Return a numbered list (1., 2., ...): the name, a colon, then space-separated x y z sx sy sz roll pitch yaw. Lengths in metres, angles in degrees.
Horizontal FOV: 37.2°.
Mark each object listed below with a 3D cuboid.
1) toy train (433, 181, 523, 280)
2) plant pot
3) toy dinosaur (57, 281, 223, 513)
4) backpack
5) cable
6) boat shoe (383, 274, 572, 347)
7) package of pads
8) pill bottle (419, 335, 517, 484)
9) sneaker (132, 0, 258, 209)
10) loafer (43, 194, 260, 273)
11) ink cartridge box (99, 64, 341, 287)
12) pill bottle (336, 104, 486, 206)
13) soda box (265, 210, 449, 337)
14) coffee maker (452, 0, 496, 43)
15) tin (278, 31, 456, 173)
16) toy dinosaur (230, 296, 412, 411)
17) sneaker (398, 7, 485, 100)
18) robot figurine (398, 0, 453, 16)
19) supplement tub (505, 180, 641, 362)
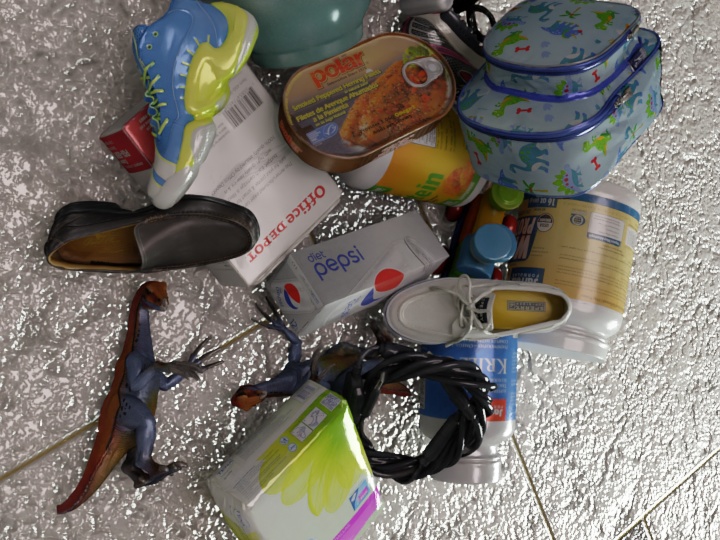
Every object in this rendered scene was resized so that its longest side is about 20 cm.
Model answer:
1. toy train: 0.152 -0.077 1.223 0.084 0.116 0.202 21 68 -6
2. plant pot: -0.068 -0.284 1.064 0.199 0.200 0.135 -30 121 -28
3. toy dinosaur: -0.215 0.109 1.018 0.198 0.105 0.183 -17 79 -19
4. backpack: 0.197 -0.184 1.101 0.200 0.182 0.148 -50 139 -29
5. cable: 0.057 0.152 1.124 0.161 0.051 0.201 2 131 -7
6. boat shoe: 0.124 0.043 1.119 0.200 0.086 0.075 1 86 1
7. package of pads: -0.062 0.229 1.086 0.154 0.068 0.201 -44 138 -25
8. pill bottle: 0.122 0.135 1.215 0.111 0.112 0.202 2 88 -31
9. sneaker: -0.173 -0.160 0.975 0.104 0.076 0.202 24 76 -8
10. loafer: -0.193 -0.023 0.989 0.198 0.073 0.073 -4 120 5
11. ink cartridge box: -0.137 -0.103 1.072 0.147 0.083 0.201 -46 111 -23
12. pill bottle: 0.036 -0.138 1.164 0.198 0.111 0.112 8 86 -31
13. soda box: 0.000 0.000 1.131 0.199 0.063 0.069 -20 70 -43
14. coffee maker: 0.165 -0.391 1.242 0.199 0.134 0.193 -34 117 -27
15. tin: 0.007 -0.170 1.074 0.199 0.042 0.113 -28 81 -28
16. toy dinosaur: -0.042 0.121 1.133 0.181 0.105 0.201 -31 117 -9
17. sneaker: 0.121 -0.223 1.244 0.200 0.081 0.075 41 87 -18
18. robot figurine: 0.055 -0.353 1.119 0.112 0.199 0.171 -21 111 -33
19. supplement tub: 0.248 -0.001 1.275 0.144 0.144 0.202 16 81 -30
